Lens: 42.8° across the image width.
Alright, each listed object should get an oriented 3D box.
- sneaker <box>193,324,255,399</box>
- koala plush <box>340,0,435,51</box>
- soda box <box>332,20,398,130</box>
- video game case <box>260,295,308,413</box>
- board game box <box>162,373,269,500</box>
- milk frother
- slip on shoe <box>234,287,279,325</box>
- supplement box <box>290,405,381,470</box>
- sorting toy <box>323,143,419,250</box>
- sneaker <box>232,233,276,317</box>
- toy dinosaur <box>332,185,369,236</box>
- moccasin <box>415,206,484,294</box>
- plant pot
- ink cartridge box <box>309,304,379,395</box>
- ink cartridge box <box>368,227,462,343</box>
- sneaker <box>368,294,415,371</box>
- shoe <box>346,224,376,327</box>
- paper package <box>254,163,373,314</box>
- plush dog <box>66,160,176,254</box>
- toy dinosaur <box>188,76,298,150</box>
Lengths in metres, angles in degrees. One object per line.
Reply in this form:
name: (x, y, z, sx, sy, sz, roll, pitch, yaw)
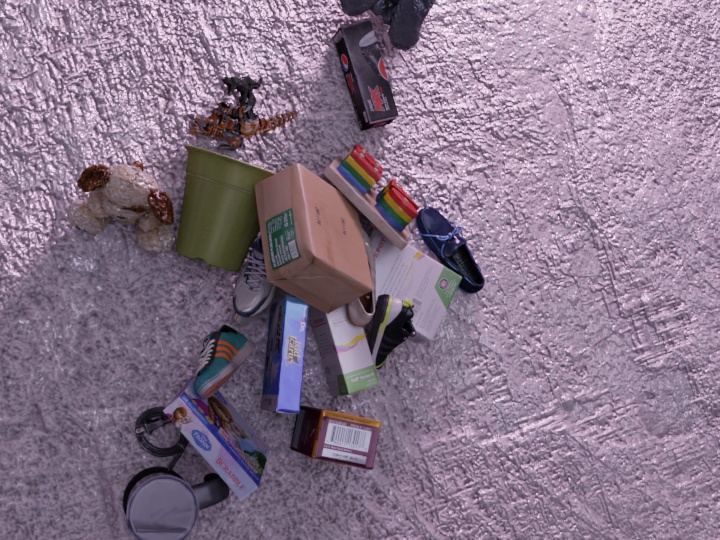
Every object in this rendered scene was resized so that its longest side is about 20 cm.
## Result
sneaker: (-0.258, 0.158, 1.627, 0.080, 0.200, 0.071, 41, 112, 0)
koala plush: (0.078, -0.564, 1.811, 0.177, 0.200, 0.184, 33, 114, -9)
soda box: (0.011, -0.386, 1.824, 0.070, 0.063, 0.201, -16, 88, -17)
video game case: (-0.138, 0.153, 1.649, 0.045, 0.181, 0.201, 7, 81, -14)
board game box: (-0.243, 0.280, 1.594, 0.041, 0.200, 0.200, -39, 96, 4)
milk frother: (-0.339, 0.347, 1.562, 0.180, 0.188, 0.201, -34, 93, -18)
slip on shoe: (-0.184, 0.011, 1.721, 0.061, 0.074, 0.201, 24, 80, 19)
supplement box: (-0.048, 0.297, 1.647, 0.110, 0.200, 0.086, 15, 80, -14)
sorting toy: (0.032, -0.148, 1.724, 0.199, 0.200, 0.070, 44, 101, -7)
sneaker: (-0.179, -0.014, 1.646, 0.077, 0.085, 0.201, 20, 75, 12)
toy dinosaur: (-0.074, -0.084, 1.754, 0.135, 0.086, 0.201, -27, 85, -11)
moccasin: (0.189, -0.048, 1.830, 0.080, 0.068, 0.200, -41, 95, -17)
plant pot: (-0.250, -0.104, 1.664, 0.199, 0.200, 0.191, 18, 91, -13)
ink cartridge box: (-0.036, 0.127, 1.716, 0.067, 0.117, 0.201, -15, 87, -19)
ink cartridge box: (0.072, 0.029, 1.777, 0.199, 0.087, 0.146, 31, 75, -12)
sneaker: (0.060, 0.124, 1.706, 0.082, 0.201, 0.072, 10, 49, 1)
shoe: (0.000, 0.000, 1.669, 0.069, 0.053, 0.201, -2, 72, -16)
paper package: (-0.081, -0.054, 1.577, 0.190, 0.103, 0.201, 31, 39, -49)
plush dog: (-0.403, -0.132, 1.613, 0.199, 0.172, 0.161, 18, 78, -12)
toy dinosaur: (-0.225, -0.297, 1.745, 0.199, 0.102, 0.137, -8, 100, -35)
